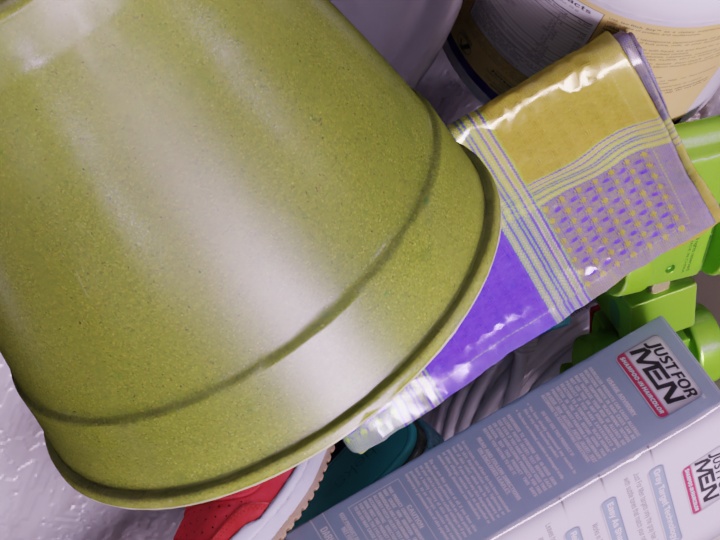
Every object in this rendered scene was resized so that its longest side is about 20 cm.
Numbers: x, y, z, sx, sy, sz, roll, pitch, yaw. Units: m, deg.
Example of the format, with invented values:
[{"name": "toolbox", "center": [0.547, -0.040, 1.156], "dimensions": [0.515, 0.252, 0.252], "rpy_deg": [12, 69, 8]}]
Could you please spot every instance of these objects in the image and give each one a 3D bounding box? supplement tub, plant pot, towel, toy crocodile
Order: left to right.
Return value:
[{"name": "plant pot", "center": [-0.080, -0.053, 0.975], "dimensions": [0.200, 0.200, 0.193], "rpy_deg": [-36, 120, -5]}, {"name": "towel", "center": [0.051, -0.008, 1.113], "dimensions": [0.199, 0.023, 0.144], "rpy_deg": [-31, 141, -1]}, {"name": "supplement tub", "center": [0.116, -0.150, 1.128], "dimensions": [0.145, 0.146, 0.200], "rpy_deg": [-21, 165, -18]}, {"name": "toy crocodile", "center": [0.132, 0.005, 1.238], "dimensions": [0.067, 0.062, 0.201], "rpy_deg": [-16, 139, -20]}]

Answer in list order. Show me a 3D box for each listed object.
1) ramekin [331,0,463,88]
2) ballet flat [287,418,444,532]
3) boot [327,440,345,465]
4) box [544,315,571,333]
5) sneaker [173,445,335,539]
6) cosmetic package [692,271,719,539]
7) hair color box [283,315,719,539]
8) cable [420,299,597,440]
[{"name": "ramekin", "center": [-0.062, -0.142, 1.106], "dimensions": [0.199, 0.105, 0.201], "rpy_deg": [-15, 127, -21]}, {"name": "ballet flat", "center": [-0.032, 0.151, 1.265], "dimensions": [0.200, 0.074, 0.074], "rpy_deg": [-37, 133, 3]}, {"name": "boot", "center": [-0.023, 0.120, 1.331], "dimensions": [0.090, 0.073, 0.201], "rpy_deg": [-12, 126, -17]}, {"name": "box", "center": [0.000, 0.000, 1.194], "dimensions": [0.199, 0.049, 0.083], "rpy_deg": [-7, 82, -40]}, {"name": "sneaker", "center": [-0.060, 0.047, 1.212], "dimensions": [0.112, 0.071, 0.200], "rpy_deg": [41, 58, -18]}, {"name": "cosmetic package", "center": [0.170, 0.098, 1.321], "dimensions": [0.073, 0.104, 0.201], "rpy_deg": [12, 113, -36]}, {"name": "hair color box", "center": [0.074, 0.115, 1.213], "dimensions": [0.199, 0.061, 0.099], "rpy_deg": [-29, 142, -6]}, {"name": "cable", "center": [0.120, 0.069, 1.388], "dimensions": [0.199, 0.069, 0.201], "rpy_deg": [10, 116, -36]}]
